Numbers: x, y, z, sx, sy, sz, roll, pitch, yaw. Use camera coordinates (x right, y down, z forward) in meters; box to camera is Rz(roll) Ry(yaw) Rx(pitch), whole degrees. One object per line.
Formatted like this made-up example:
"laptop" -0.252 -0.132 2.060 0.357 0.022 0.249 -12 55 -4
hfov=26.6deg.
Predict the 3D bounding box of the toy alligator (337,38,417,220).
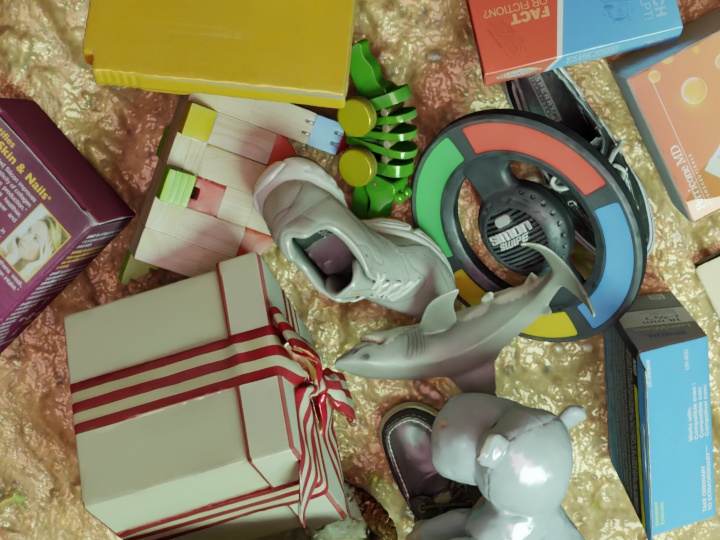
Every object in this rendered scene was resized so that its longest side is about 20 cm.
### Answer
"toy alligator" 0.019 -0.079 1.190 0.054 0.059 0.203 10 114 27

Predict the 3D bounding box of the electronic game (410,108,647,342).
"electronic game" 0.126 -0.031 1.171 0.198 0.042 0.202 20 131 25

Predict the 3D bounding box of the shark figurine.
"shark figurine" 0.101 0.056 1.166 0.213 0.128 0.091 -26 71 28

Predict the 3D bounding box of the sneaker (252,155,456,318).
"sneaker" 0.000 0.000 1.155 0.199 0.093 0.076 30 119 -33

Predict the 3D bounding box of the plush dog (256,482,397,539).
"plush dog" -0.061 0.244 1.244 0.197 0.161 0.174 13 78 -3

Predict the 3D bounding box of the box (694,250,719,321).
"box" 0.385 0.048 1.239 0.162 0.021 0.202 -27 102 7

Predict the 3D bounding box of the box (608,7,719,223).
"box" 0.308 -0.142 1.158 0.198 0.098 0.125 -27 101 7

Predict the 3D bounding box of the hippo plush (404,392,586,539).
"hippo plush" 0.099 0.181 1.116 0.158 0.199 0.163 -24 119 -30

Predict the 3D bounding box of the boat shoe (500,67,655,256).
"boat shoe" 0.173 -0.087 1.188 0.073 0.068 0.201 -25 101 7

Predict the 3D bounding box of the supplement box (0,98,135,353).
"supplement box" -0.297 -0.020 1.186 0.200 0.103 0.131 -43 87 10

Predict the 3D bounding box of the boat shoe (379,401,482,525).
"boat shoe" 0.081 0.202 1.258 0.071 0.066 0.202 -28 101 8

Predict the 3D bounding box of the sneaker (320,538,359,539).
"sneaker" -0.088 0.253 1.127 0.197 0.067 0.091 -3 74 -13

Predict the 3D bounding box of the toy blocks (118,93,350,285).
"toy blocks" -0.092 -0.063 1.194 0.135 0.100 0.202 19 94 -17

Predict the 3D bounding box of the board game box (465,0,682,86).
"board game box" 0.143 -0.254 1.133 0.151 0.040 0.203 -13 84 4

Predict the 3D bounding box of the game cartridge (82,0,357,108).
"game cartridge" -0.100 -0.214 1.142 0.197 0.032 0.179 6 72 2

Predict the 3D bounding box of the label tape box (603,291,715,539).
"label tape box" 0.233 0.113 1.165 0.062 0.200 0.146 -5 103 1

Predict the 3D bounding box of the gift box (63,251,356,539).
"gift box" -0.101 0.123 1.160 0.184 0.185 0.202 -18 66 7
